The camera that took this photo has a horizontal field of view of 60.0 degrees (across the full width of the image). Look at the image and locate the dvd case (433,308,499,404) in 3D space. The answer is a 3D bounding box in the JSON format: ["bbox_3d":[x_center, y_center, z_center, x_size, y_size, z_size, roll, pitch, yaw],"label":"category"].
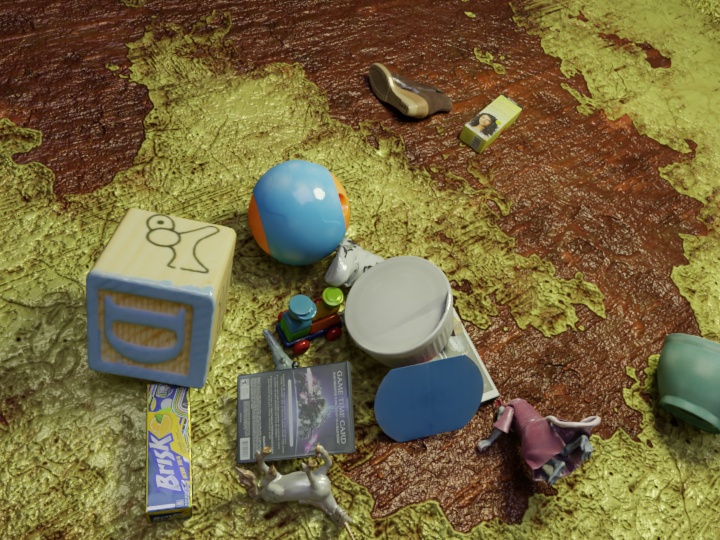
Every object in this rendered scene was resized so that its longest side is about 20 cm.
[{"bbox_3d":[0.159,0.177,1.202,0.149,0.025,0.201,-13,60,-23],"label":"dvd case"}]

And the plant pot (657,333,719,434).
[{"bbox_3d":[0.670,0.232,1.219,0.199,0.200,0.135,31,81,7],"label":"plant pot"}]

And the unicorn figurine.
[{"bbox_3d":[-0.089,0.339,0.973,0.197,0.139,0.074,8,34,15],"label":"unicorn figurine"}]

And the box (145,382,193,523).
[{"bbox_3d":[-0.300,0.281,0.977,0.069,0.065,0.202,-1,57,-16],"label":"box"}]

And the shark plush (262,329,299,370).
[{"bbox_3d":[-0.107,0.185,1.084,0.090,0.084,0.202,-10,60,-21],"label":"shark plush"}]

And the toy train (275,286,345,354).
[{"bbox_3d":[-0.055,0.070,1.158,0.198,0.116,0.085,-19,63,-26],"label":"toy train"}]

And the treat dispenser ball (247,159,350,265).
[{"bbox_3d":[-0.118,-0.111,1.212,0.198,0.202,0.203,7,54,-10],"label":"treat dispenser ball"}]

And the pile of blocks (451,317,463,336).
[{"bbox_3d":[0.115,0.057,1.210,0.062,0.083,0.200,-21,50,-31],"label":"pile of blocks"}]

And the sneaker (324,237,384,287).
[{"bbox_3d":[0.000,0.000,1.206,0.114,0.076,0.200,28,15,-3],"label":"sneaker"}]

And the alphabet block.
[{"bbox_3d":[-0.320,0.042,1.021,0.193,0.198,0.201,13,33,-8],"label":"alphabet block"}]

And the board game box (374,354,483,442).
[{"bbox_3d":[0.116,0.216,1.092,0.197,0.160,0.039,-10,27,-8],"label":"board game box"}]

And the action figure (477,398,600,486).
[{"bbox_3d":[0.297,0.275,1.096,0.132,0.151,0.200,0,23,-26],"label":"action figure"}]

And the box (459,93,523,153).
[{"bbox_3d":[0.342,-0.385,1.624,0.075,0.050,0.200,38,54,12],"label":"box"}]

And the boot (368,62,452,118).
[{"bbox_3d":[0.129,-0.470,1.627,0.165,0.073,0.201,-18,61,-39],"label":"boot"}]

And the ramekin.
[{"bbox_3d":[0.077,0.082,1.117,0.200,0.095,0.204,-13,51,16],"label":"ramekin"}]

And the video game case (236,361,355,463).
[{"bbox_3d":[-0.108,0.232,1.016,0.197,0.019,0.145,-9,70,12],"label":"video game case"}]
